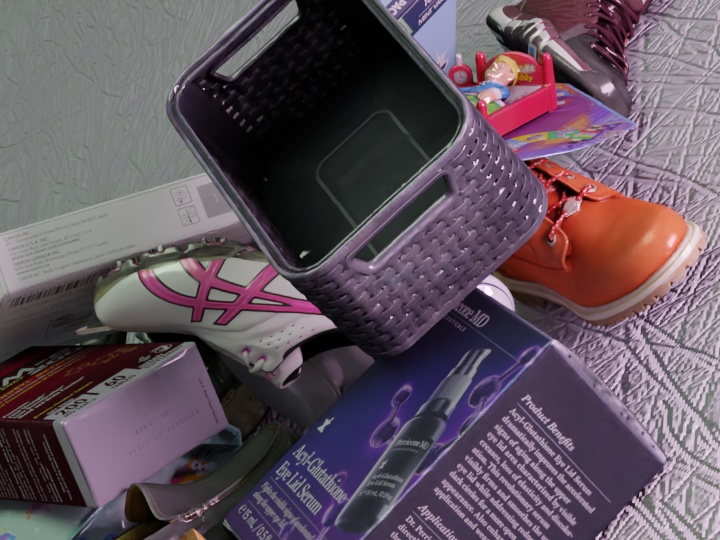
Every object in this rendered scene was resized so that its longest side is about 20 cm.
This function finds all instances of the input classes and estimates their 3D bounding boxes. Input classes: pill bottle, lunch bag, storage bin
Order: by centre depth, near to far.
[{"bbox_3d":[-0.005,-0.066,1.385,0.135,0.094,0.200,-42,44,5],"label":"storage bin"},{"bbox_3d":[-0.171,0.177,1.574,0.170,0.122,0.200,-8,40,55],"label":"lunch bag"},{"bbox_3d":[0.000,0.000,1.602,0.200,0.112,0.112,-52,24,-16],"label":"pill bottle"}]

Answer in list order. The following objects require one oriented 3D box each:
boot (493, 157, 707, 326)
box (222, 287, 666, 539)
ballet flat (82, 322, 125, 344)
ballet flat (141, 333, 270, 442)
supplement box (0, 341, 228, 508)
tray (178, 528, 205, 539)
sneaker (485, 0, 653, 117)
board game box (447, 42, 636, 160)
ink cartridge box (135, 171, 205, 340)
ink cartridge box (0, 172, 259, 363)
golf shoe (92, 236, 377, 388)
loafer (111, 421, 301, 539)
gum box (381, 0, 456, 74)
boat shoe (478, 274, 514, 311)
[{"bbox_3d":[0.118,-0.029,1.469,0.075,0.107,0.200,-51,26,-19],"label":"boot"},{"bbox_3d":[0.043,0.120,1.344,0.200,0.104,0.148,-47,23,-5],"label":"box"},{"bbox_3d":[-0.221,0.096,1.835,0.067,0.056,0.201,93,-164,-52],"label":"ballet flat"},{"bbox_3d":[-0.112,0.079,1.723,0.067,0.057,0.200,-48,24,-7],"label":"ballet flat"},{"bbox_3d":[-0.184,0.094,1.534,0.109,0.061,0.199,-31,16,-34],"label":"supplement box"},{"bbox_3d":[-0.014,0.212,1.162,0.037,0.200,0.099,-43,23,0],"label":"tray"},{"bbox_3d":[0.164,-0.168,1.669,0.115,0.076,0.200,-35,27,-2],"label":"sneaker"},{"bbox_3d":[0.072,-0.107,1.511,0.157,0.039,0.200,-10,16,-11],"label":"board game box"},{"bbox_3d":[-0.109,-0.044,1.840,0.200,0.042,0.120,-58,9,43],"label":"ink cartridge box"},{"bbox_3d":[-0.158,-0.003,1.615,0.199,0.045,0.176,-17,-13,-20],"label":"ink cartridge box"},{"bbox_3d":[-0.069,0.026,1.508,0.199,0.073,0.093,-5,79,13],"label":"golf shoe"},{"bbox_3d":[-0.107,0.150,1.439,0.200,0.072,0.073,-47,13,-34],"label":"loafer"},{"bbox_3d":[-0.001,-0.103,1.675,0.044,0.200,0.170,33,63,20],"label":"gum box"},{"bbox_3d":[0.033,0.095,1.458,0.201,0.073,0.067,-56,26,4],"label":"boat shoe"}]
